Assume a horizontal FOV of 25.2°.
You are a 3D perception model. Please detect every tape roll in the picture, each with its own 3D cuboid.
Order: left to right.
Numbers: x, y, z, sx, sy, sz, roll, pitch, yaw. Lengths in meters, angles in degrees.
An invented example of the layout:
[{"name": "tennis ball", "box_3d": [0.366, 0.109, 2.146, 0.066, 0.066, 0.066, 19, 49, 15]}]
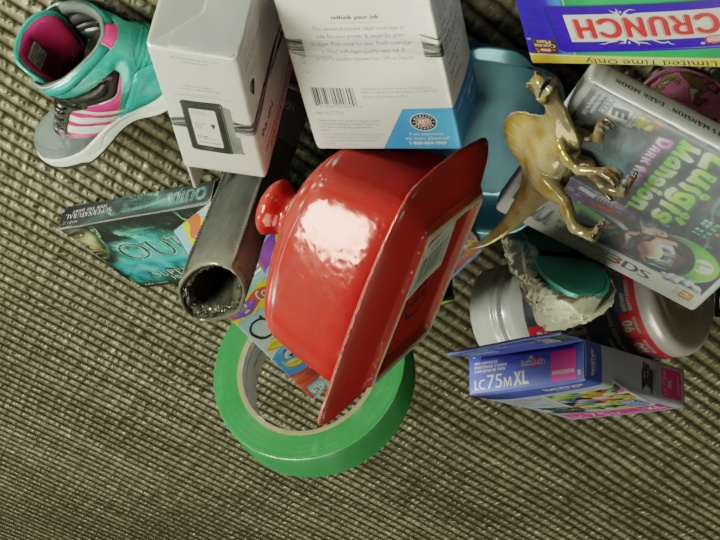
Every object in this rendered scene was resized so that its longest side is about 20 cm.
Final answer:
[{"name": "tape roll", "box_3d": [-0.046, 0.103, 1.598, 0.198, 0.203, 0.048, 2, 153, 20]}]

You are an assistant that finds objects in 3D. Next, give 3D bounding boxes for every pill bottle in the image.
[{"name": "pill bottle", "box_3d": [0.201, 0.028, 1.435, 0.198, 0.121, 0.119, -12, 146, 40]}]

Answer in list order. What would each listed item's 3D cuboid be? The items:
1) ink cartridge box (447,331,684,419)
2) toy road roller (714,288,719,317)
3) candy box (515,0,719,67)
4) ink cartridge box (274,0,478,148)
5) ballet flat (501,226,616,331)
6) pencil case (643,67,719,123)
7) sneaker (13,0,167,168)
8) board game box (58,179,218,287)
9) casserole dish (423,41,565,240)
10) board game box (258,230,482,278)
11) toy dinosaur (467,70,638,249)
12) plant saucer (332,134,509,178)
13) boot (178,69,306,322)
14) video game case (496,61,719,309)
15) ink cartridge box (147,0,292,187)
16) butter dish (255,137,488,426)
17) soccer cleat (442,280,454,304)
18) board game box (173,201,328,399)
[{"name": "ink cartridge box", "box_3d": [0.177, 0.093, 1.371, 0.118, 0.043, 0.199, -11, 159, 38]}, {"name": "toy road roller", "box_3d": [0.362, 0.035, 1.352, 0.121, 0.148, 0.201, 7, 154, 9]}, {"name": "candy box", "box_3d": [0.175, -0.213, 1.012, 0.167, 0.078, 0.200, 2, 154, 18]}, {"name": "ink cartridge box", "box_3d": [0.007, -0.182, 1.121, 0.114, 0.068, 0.201, 2, 135, 18]}, {"name": "ballet flat", "box_3d": [0.156, 0.010, 1.291, 0.071, 0.200, 0.073, -2, 112, -6]}, {"name": "pencil case", "box_3d": [0.229, -0.076, 1.256, 0.082, 0.087, 0.201, 18, 151, 2]}, {"name": "sneaker", "box_3d": [-0.234, -0.151, 1.297, 0.120, 0.085, 0.199, 25, 144, -37]}, {"name": "board game box", "box_3d": [-0.180, -0.032, 1.581, 0.198, 0.028, 0.135, -8, 149, 35]}, {"name": "casserole dish", "box_3d": [0.092, -0.105, 1.257, 0.119, 0.039, 0.201, 8, 136, -1]}, {"name": "board game box", "box_3d": [0.000, 0.000, 1.335, 0.156, 0.039, 0.200, 22, 143, -18]}, {"name": "toy dinosaur", "box_3d": [0.141, -0.071, 1.158, 0.101, 0.058, 0.201, 34, 147, 16]}, {"name": "plant saucer", "box_3d": [0.068, -0.083, 1.367, 0.197, 0.037, 0.201, 9, 155, 4]}, {"name": "boot", "box_3d": [-0.097, -0.047, 1.317, 0.072, 0.202, 0.182, 13, 155, -6]}, {"name": "video game case", "box_3d": [0.212, -0.056, 1.186, 0.180, 0.024, 0.200, 27, 151, -3]}, {"name": "ink cartridge box", "box_3d": [-0.095, -0.152, 1.187, 0.067, 0.117, 0.201, 9, 155, 8]}, {"name": "butter dish", "box_3d": [-0.011, -0.019, 1.203, 0.147, 0.200, 0.201, 28, 116, 13]}, {"name": "soccer cleat", "box_3d": [0.030, -0.017, 1.496, 0.080, 0.068, 0.200, -14, 150, 16]}, {"name": "board game box", "box_3d": [-0.068, 0.014, 1.497, 0.103, 0.105, 0.200, -37, 143, 3]}]
